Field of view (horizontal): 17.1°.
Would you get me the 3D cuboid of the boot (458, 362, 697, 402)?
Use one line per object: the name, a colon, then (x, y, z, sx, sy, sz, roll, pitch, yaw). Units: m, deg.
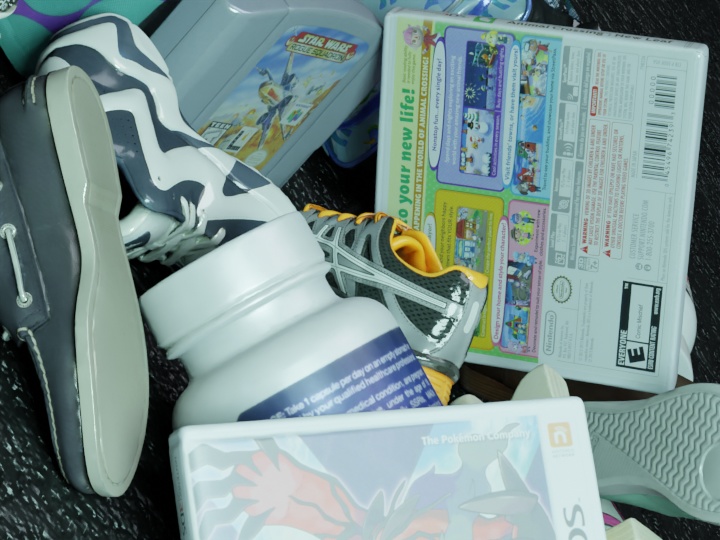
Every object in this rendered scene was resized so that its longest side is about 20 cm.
boot: (0.130, 0.004, 1.404, 0.064, 0.186, 0.201, -52, 147, -47)

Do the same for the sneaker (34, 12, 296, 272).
sneaker: (-0.102, -0.020, 1.190, 0.200, 0.079, 0.130, 58, 31, -23)

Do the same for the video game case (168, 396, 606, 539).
video game case: (0.023, 0.151, 1.042, 0.199, 0.023, 0.183, -3, 76, -24)

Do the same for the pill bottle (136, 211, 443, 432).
pill bottle: (-0.019, 0.080, 1.124, 0.201, 0.119, 0.120, 61, 22, 2)

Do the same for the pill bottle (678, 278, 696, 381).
pill bottle: (0.167, 0.017, 1.632, 0.116, 0.116, 0.200, 43, 24, -27)

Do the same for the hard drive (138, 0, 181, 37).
hard drive: (-0.144, -0.219, 1.302, 0.200, 0.139, 0.033, 51, 21, -7)

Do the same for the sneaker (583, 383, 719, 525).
sneaker: (0.209, 0.104, 1.315, 0.118, 0.200, 0.074, 10, 86, -32)

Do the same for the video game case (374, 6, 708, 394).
video game case: (0.096, -0.039, 1.343, 0.022, 0.181, 0.201, -44, 139, -64)

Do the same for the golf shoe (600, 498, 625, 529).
golf shoe: (0.142, 0.180, 1.396, 0.092, 0.072, 0.201, 23, 37, -55)

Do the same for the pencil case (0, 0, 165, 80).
pencil case: (-0.111, -0.182, 1.232, 0.085, 0.200, 0.093, 45, 26, -20)

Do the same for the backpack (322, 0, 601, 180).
backpack: (0.022, -0.176, 1.527, 0.147, 0.183, 0.200, 28, 28, -50)

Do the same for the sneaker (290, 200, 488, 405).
sneaker: (0.000, 0.000, 1.307, 0.078, 0.077, 0.200, 25, 10, -48)

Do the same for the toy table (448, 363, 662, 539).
toy table: (0.075, 0.146, 1.250, 0.200, 0.117, 0.184, 31, 31, -43)

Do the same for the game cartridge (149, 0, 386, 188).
game cartridge: (-0.057, -0.104, 1.321, 0.042, 0.133, 0.200, 54, 21, 18)

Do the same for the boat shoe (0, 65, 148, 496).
boat shoe: (-0.140, 0.008, 1.086, 0.073, 0.062, 0.201, 40, 40, -70)

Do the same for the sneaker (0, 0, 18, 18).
sneaker: (-0.189, -0.090, 1.052, 0.076, 0.115, 0.201, 24, 37, -52)
